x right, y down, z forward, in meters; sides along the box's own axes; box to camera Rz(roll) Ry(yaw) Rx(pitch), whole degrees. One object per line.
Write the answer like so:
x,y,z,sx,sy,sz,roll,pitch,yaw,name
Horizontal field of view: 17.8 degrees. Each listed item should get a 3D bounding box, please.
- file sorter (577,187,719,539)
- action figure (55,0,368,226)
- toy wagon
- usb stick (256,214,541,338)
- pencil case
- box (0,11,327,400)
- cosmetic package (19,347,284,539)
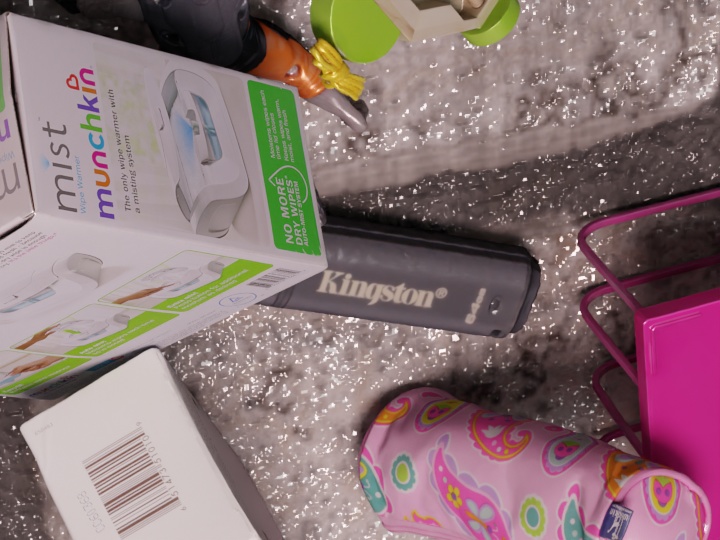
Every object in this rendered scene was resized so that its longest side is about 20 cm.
0.198,0.069,1.256,0.138,0.126,0.201,-14,120,-12,file sorter
-0.047,-0.126,1.097,0.199,0.105,0.194,-26,130,-2,action figure
0.028,-0.173,1.087,0.201,0.039,0.155,-56,132,-12,toy wagon
0.000,0.000,1.212,0.198,0.033,0.056,8,112,-22,usb stick
0.087,0.121,1.203,0.087,0.199,0.088,-12,109,-39,pencil case
-0.148,-0.018,1.031,0.199,0.098,0.176,-25,156,38,box
-0.089,0.130,1.148,0.081,0.113,0.200,-30,161,-1,cosmetic package
